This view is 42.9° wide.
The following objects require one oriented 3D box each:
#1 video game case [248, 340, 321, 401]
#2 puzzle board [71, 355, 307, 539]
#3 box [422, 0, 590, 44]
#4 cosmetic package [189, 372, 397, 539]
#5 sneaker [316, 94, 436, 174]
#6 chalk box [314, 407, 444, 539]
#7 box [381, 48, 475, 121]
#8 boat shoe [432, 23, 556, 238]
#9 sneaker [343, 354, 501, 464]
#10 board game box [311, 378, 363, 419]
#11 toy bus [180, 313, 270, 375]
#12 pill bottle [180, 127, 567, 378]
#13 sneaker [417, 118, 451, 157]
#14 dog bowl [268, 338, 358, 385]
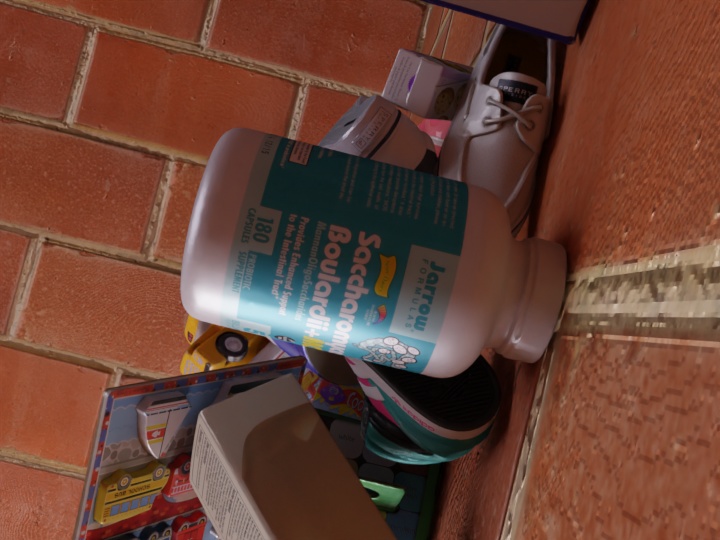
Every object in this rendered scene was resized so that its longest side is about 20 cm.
[{"bbox_3d":[-0.053,0.106,0.957,0.143,0.017,0.200,-45,-27,-16],"label":"video game case"},{"bbox_3d":[-0.117,0.143,0.661,0.200,0.017,0.151,-3,-68,-56],"label":"puzzle board"},{"bbox_3d":[0.077,-0.268,0.640,0.200,0.183,0.105,-78,4,-52],"label":"box"},{"bbox_3d":[-0.031,0.178,0.579,0.200,0.071,0.105,55,148,25],"label":"cosmetic package"},{"bbox_3d":[0.008,-0.087,0.701,0.073,0.071,0.200,-48,11,3],"label":"sneaker"},{"bbox_3d":[-0.009,0.188,0.739,0.200,0.124,0.124,107,177,-74],"label":"chalk box"},{"bbox_3d":[0.076,-0.143,0.731,0.200,0.039,0.042,-14,-50,-65],"label":"box"},{"bbox_3d":[0.099,-0.105,0.629,0.070,0.071,0.201,102,-173,-61],"label":"boat shoe"},{"bbox_3d":[0.014,0.057,0.631,0.083,0.200,0.121,-33,-29,-21],"label":"sneaker"},{"bbox_3d":[-0.027,0.213,0.896,0.105,0.103,0.201,106,-173,-68],"label":"board game box"},{"bbox_3d":[-0.105,0.044,0.919,0.200,0.078,0.065,-37,-20,-43],"label":"toy bus"},{"bbox_3d":[0.009,-0.005,0.512,0.111,0.199,0.111,-167,90,-88],"label":"pill bottle"},{"bbox_3d":[0.103,-0.157,1.034,0.087,0.074,0.200,-62,8,7],"label":"sneaker"},{"bbox_3d":[0.000,0.000,0.829,0.200,0.079,0.201,-26,-49,-33],"label":"dog bowl"}]
